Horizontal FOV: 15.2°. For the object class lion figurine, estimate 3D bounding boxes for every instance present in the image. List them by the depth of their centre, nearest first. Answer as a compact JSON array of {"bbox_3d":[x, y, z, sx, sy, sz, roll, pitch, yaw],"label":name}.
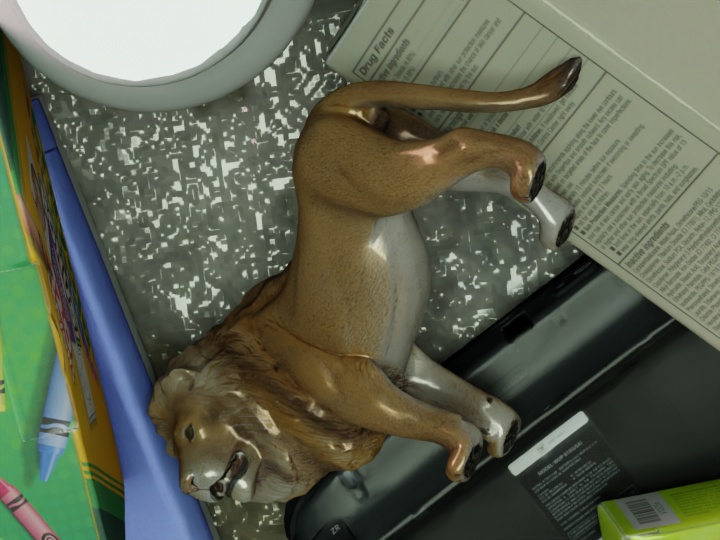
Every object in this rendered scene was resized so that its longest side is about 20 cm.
[{"bbox_3d":[0.000,0.000,0.909,0.122,0.072,0.201,24,115,19],"label":"lion figurine"}]

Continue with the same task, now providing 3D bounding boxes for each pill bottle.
[{"bbox_3d":[-0.065,-0.110,0.860,0.110,0.200,0.111,0,101,-1],"label":"pill bottle"}]

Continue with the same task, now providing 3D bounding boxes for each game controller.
[{"bbox_3d":[0.072,0.066,0.977,0.200,0.042,0.104,-37,112,6],"label":"game controller"}]

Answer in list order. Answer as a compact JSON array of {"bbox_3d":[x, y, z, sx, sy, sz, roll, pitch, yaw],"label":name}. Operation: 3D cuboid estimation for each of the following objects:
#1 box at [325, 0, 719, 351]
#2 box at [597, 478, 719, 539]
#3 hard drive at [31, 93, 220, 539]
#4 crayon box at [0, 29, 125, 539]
[{"bbox_3d":[0.098,-0.058,0.905,0.200,0.078,0.095,37,143,-2],"label":"box"},{"bbox_3d":[0.160,0.172,0.972,0.121,0.048,0.201,-10,105,-6],"label":"box"},{"bbox_3d":[-0.139,0.054,0.975,0.131,0.025,0.201,-21,99,3],"label":"hard drive"},{"bbox_3d":[-0.125,0.010,0.877,0.058,0.119,0.201,-12,110,-1],"label":"crayon box"}]
